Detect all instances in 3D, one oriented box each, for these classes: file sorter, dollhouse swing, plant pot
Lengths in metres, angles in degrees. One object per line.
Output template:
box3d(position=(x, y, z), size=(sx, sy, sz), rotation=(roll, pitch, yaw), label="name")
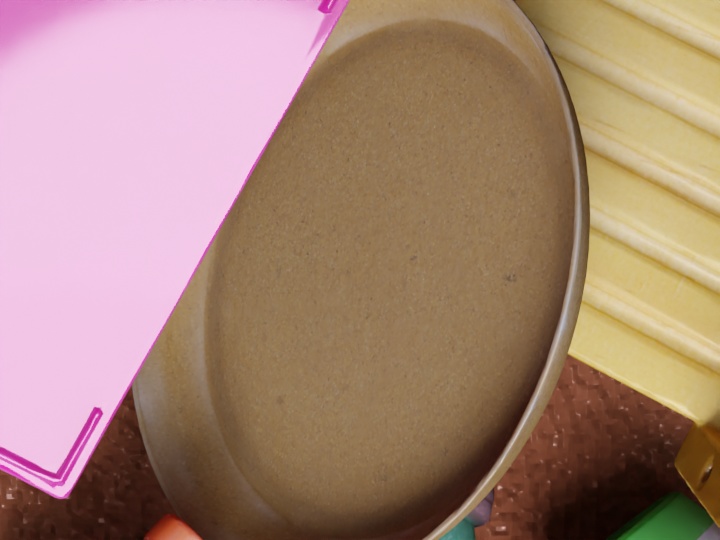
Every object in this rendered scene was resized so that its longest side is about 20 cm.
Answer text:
box3d(position=(-0.102, -0.065, 0.691), size=(0.139, 0.125, 0.200), rotation=(28, 106, -11), label="file sorter")
box3d(position=(0.124, -0.031, 0.633), size=(0.175, 0.182, 0.201), rotation=(27, 96, -3), label="dollhouse swing")
box3d(position=(0.000, 0.000, 0.701), size=(0.027, 0.200, 0.200), rotation=(16, 112, -41), label="plant pot")

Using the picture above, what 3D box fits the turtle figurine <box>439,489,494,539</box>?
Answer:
box3d(position=(0.036, 0.130, 0.705), size=(0.100, 0.201, 0.150), rotation=(12, 141, -32), label="turtle figurine")

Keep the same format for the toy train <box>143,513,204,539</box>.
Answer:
box3d(position=(-0.084, 0.176, 0.683), size=(0.150, 0.056, 0.201), rotation=(-4, 103, -30), label="toy train")

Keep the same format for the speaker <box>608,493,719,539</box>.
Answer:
box3d(position=(0.143, 0.178, 0.774), size=(0.088, 0.088, 0.200), rotation=(-39, 82, 11), label="speaker")
